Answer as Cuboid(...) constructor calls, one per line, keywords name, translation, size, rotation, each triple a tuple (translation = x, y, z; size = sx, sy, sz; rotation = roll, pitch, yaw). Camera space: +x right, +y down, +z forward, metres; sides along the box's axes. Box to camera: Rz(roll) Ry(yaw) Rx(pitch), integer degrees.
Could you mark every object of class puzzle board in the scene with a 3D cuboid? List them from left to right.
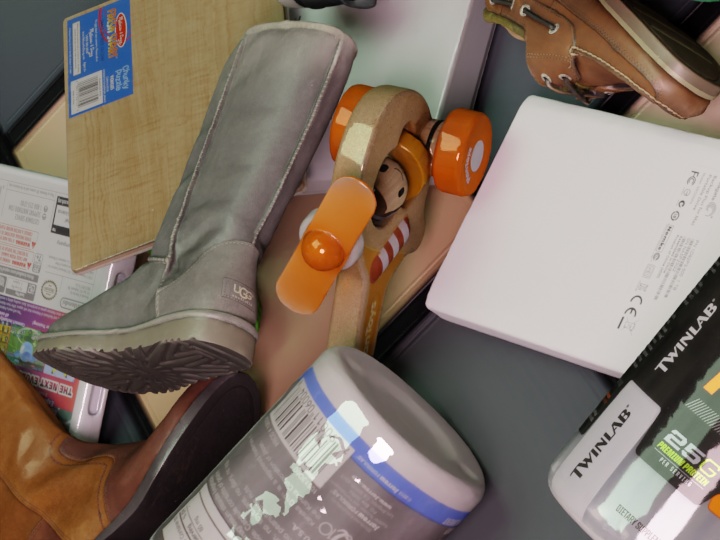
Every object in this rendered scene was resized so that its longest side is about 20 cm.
Cuboid(name="puzzle board", translation=(-0.106, -0.099, 1.630), size=(0.151, 0.017, 0.200), rotation=(-20, 50, 17))

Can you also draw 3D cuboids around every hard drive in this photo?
Cuboid(name="hard drive", translation=(-0.013, -0.108, 1.613), size=(0.200, 0.026, 0.132), rotation=(-2, 64, 43))
Cuboid(name="hard drive", translation=(0.133, -0.014, 1.423), size=(0.200, 0.026, 0.132), rotation=(18, 79, 48))

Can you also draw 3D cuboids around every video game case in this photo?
Cuboid(name="video game case", translation=(-0.215, 0.028, 1.701), size=(0.200, 0.023, 0.182), rotation=(14, 92, 47))

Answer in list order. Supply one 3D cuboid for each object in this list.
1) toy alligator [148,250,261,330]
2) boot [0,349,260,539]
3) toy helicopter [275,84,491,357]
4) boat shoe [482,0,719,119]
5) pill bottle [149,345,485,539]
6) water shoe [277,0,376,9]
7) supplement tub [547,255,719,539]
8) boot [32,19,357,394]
Cuboid(name="toy alligator", translation=(-0.095, 0.000, 1.620), size=(0.059, 0.054, 0.200), rotation=(-63, 29, 21))
Cuboid(name="boot", translation=(-0.162, 0.098, 1.599), size=(0.200, 0.068, 0.188), rotation=(39, 108, 40))
Cuboid(name="toy helicopter", translation=(0.000, 0.000, 1.463), size=(0.079, 0.132, 0.200), rotation=(15, 105, 20))
Cuboid(name="boat shoe", translation=(0.128, -0.120, 1.470), size=(0.068, 0.072, 0.200), rotation=(-53, 32, 11))
Cuboid(name="pill bottle", translation=(-0.040, 0.146, 1.425), size=(0.200, 0.114, 0.114), rotation=(-47, 42, 12))
Cuboid(name="water shoe", translation=(0.022, -0.219, 1.610), size=(0.079, 0.072, 0.200), rotation=(15, 55, 32))
Cuboid(name="supplement tub", translation=(0.190, 0.057, 1.251), size=(0.200, 0.123, 0.123), rotation=(-52, 41, 7))
Cuboid(name="boot", translation=(-0.092, -0.036, 1.522), size=(0.182, 0.073, 0.200), rotation=(-8, 62, 42))
